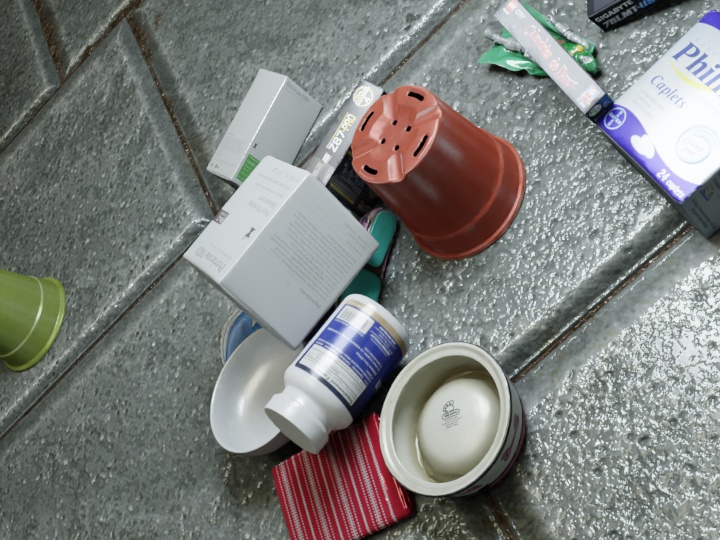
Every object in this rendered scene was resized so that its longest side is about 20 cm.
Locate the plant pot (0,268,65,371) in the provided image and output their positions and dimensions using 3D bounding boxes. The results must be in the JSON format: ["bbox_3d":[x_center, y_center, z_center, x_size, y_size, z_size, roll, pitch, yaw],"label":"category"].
[{"bbox_3d":[-0.715,0.072,2.014,0.198,0.189,0.203,-18,57,31],"label":"plant pot"}]

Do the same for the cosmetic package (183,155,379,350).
[{"bbox_3d":[-0.116,-0.028,1.487,0.201,0.165,0.164,-50,30,-8],"label":"cosmetic package"}]

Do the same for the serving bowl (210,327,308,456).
[{"bbox_3d":[-0.132,0.184,1.520,0.198,0.066,0.202,-25,48,31],"label":"serving bowl"}]

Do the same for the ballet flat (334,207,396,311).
[{"bbox_3d":[0.000,0.000,1.546,0.071,0.069,0.202,-17,50,56],"label":"ballet flat"}]

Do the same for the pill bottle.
[{"bbox_3d":[-0.033,0.140,1.392,0.115,0.116,0.200,21,63,44],"label":"pill bottle"}]

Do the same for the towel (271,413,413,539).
[{"bbox_3d":[-0.026,0.299,1.405,0.199,0.022,0.146,-31,65,26],"label":"towel"}]

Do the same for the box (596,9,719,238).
[{"bbox_3d":[0.425,-0.180,1.251,0.200,0.105,0.185,-44,47,12],"label":"box"}]

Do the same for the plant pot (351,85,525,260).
[{"bbox_3d":[0.099,-0.146,1.442,0.199,0.195,0.203,-19,57,31],"label":"plant pot"}]

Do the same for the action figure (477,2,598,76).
[{"bbox_3d":[0.270,-0.326,1.498,0.199,0.055,0.119,34,88,41],"label":"action figure"}]

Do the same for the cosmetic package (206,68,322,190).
[{"bbox_3d":[-0.165,-0.229,1.771,0.084,0.107,0.202,25,86,44],"label":"cosmetic package"}]

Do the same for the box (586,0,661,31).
[{"bbox_3d":[0.405,-0.463,1.434,0.197,0.049,0.203,-22,53,45],"label":"box"}]

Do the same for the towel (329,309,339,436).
[{"bbox_3d":[-0.042,0.162,1.518,0.144,0.022,0.201,29,85,47],"label":"towel"}]

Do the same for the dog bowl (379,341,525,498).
[{"bbox_3d":[0.124,0.199,1.323,0.198,0.074,0.203,-20,56,32],"label":"dog bowl"}]

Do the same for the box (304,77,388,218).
[{"bbox_3d":[0.006,-0.175,1.535,0.049,0.200,0.163,30,90,21],"label":"box"}]

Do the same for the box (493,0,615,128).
[{"bbox_3d":[0.272,-0.266,1.369,0.038,0.136,0.201,-44,61,17],"label":"box"}]

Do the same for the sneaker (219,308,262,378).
[{"bbox_3d":[-0.151,0.080,1.615,0.089,0.078,0.202,15,77,46],"label":"sneaker"}]
